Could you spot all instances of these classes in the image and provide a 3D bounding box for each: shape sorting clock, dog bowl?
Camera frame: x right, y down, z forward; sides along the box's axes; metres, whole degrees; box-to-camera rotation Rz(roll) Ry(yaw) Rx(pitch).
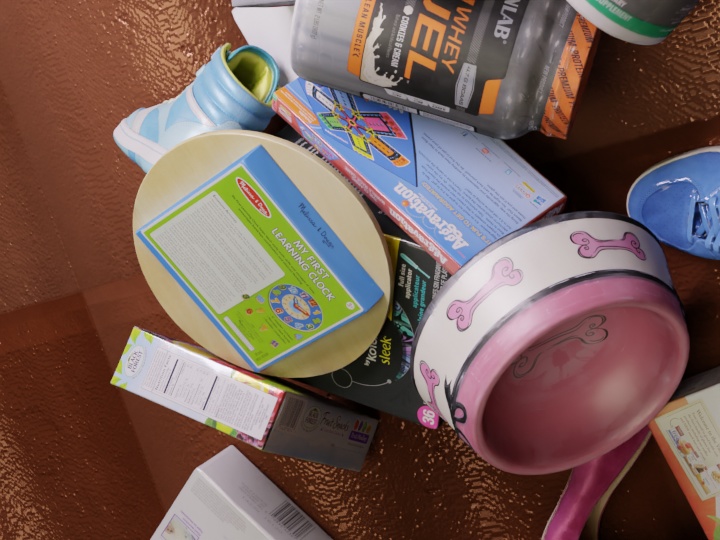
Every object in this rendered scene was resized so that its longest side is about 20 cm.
[{"bbox_3d":[-0.070,-0.010,1.223,0.199,0.039,0.201,14,128,19],"label":"shape sorting clock"},{"bbox_3d":[0.138,0.059,1.187,0.201,0.199,0.074,-63,37,31],"label":"dog bowl"}]

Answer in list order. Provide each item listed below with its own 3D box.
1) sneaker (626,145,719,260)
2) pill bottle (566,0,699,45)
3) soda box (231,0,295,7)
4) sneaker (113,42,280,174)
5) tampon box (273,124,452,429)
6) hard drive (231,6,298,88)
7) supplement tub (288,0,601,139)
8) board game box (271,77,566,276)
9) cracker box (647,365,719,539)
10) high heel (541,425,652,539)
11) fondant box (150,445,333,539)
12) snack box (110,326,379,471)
[{"bbox_3d":[0.258,-0.030,1.148,0.199,0.111,0.077,10,113,29],"label":"sneaker"},{"bbox_3d":[0.211,-0.250,1.093,0.113,0.113,0.200,46,125,9],"label":"pill bottle"},{"bbox_3d":[-0.058,-0.294,1.254,0.068,0.063,0.202,1,99,33],"label":"soda box"},{"bbox_3d":[-0.122,-0.124,1.358,0.079,0.200,0.131,35,92,-27],"label":"sneaker"},{"bbox_3d":[0.000,0.000,1.294,0.199,0.126,0.151,16,123,22],"label":"tampon box"},{"bbox_3d":[0.007,-0.190,1.296,0.199,0.027,0.132,-30,91,35],"label":"hard drive"},{"bbox_3d":[0.060,-0.164,1.177,0.199,0.123,0.123,17,117,8],"label":"supplement tub"},{"bbox_3d":[0.040,-0.084,1.217,0.200,0.103,0.020,44,151,23],"label":"board game box"},{"bbox_3d":[0.316,0.117,1.200,0.199,0.058,0.135,-26,94,37],"label":"cracker box"},{"bbox_3d":[0.188,0.189,1.310,0.095,0.067,0.202,1,103,24],"label":"high heel"},{"bbox_3d":[-0.120,0.275,1.529,0.144,0.058,0.200,42,123,12],"label":"fondant box"},{"bbox_3d":[-0.087,0.104,1.360,0.141,0.200,0.053,22,87,24],"label":"snack box"}]
